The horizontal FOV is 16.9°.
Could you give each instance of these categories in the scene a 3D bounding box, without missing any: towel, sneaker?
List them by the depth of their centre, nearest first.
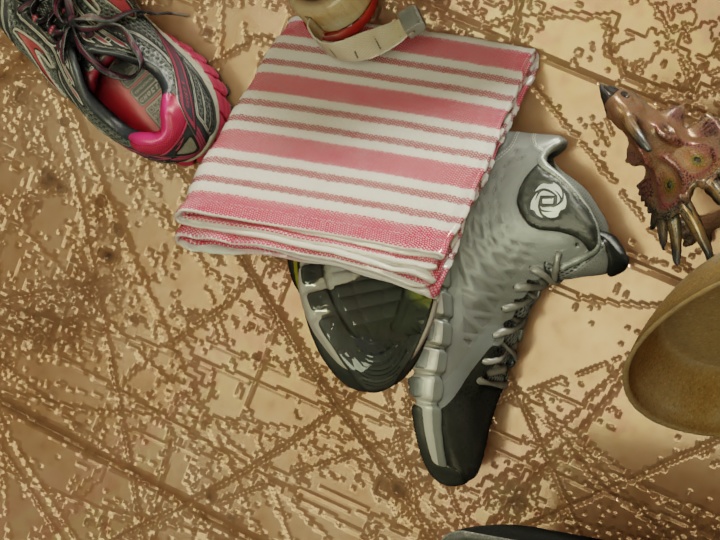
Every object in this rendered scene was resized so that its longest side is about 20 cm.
[{"bbox_3d":[0.001,-0.066,1.287,0.146,0.200,0.030,11,132,14],"label":"towel"},{"bbox_3d":[0.000,0.000,1.295,0.074,0.200,0.085,-4,133,-5],"label":"sneaker"},{"bbox_3d":[0.087,0.019,1.318,0.115,0.075,0.200,0,94,13],"label":"sneaker"},{"bbox_3d":[-0.156,-0.140,1.367,0.200,0.075,0.081,41,103,9],"label":"sneaker"}]

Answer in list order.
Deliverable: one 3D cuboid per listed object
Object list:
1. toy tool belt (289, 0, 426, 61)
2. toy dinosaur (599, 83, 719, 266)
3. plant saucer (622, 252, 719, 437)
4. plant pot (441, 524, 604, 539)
[{"bbox_3d":[0.025,-0.214,1.280,0.200,0.123,0.125,-32,48,13],"label":"toy tool belt"},{"bbox_3d":[0.220,-0.040,1.244,0.200,0.136,0.086,10,97,13],"label":"toy dinosaur"},{"bbox_3d":[0.228,0.024,1.236,0.200,0.200,0.035,-19,59,16],"label":"plant saucer"},{"bbox_3d":[0.146,0.230,1.267,0.200,0.177,0.200,8,97,15],"label":"plant pot"}]
